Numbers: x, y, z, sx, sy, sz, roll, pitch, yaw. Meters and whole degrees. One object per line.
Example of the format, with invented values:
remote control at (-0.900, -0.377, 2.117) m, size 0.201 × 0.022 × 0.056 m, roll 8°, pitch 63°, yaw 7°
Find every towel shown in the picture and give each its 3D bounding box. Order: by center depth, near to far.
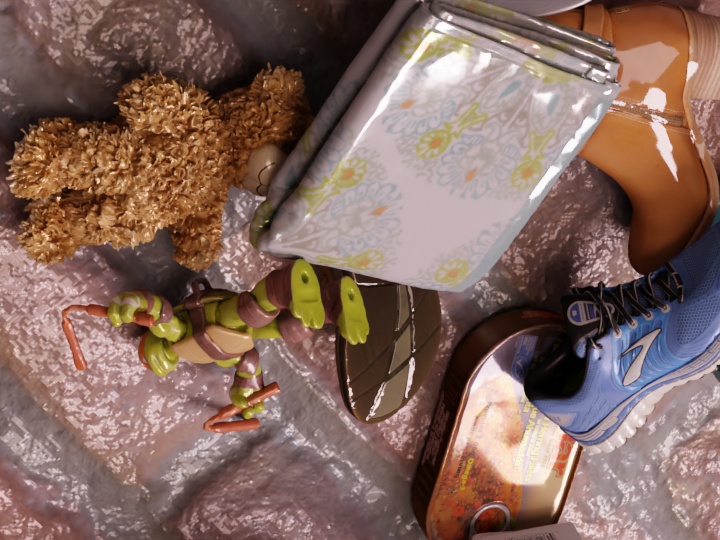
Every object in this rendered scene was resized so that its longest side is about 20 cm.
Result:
towel at (0.047, -0.077, 1.342) m, size 0.171 × 0.048 × 0.200 m, roll 14°, pitch 121°, yaw -38°

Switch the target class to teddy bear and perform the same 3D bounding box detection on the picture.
teddy bear at (-0.118, -0.059, 1.342) m, size 0.200 × 0.067 × 0.145 m, roll -1°, pitch 119°, yaw -24°

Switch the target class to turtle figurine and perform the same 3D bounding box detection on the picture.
turtle figurine at (-0.078, 0.040, 1.393) m, size 0.161 × 0.065 × 0.200 m, roll -17°, pitch 144°, yaw 29°

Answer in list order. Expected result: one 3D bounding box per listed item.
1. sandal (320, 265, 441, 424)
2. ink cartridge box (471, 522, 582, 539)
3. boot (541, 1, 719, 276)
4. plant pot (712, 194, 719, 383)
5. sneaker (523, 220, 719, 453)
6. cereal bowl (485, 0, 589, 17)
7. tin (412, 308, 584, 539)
sandal at (0.000, 0.000, 1.438) m, size 0.082 × 0.055 × 0.200 m, roll -23°, pitch 110°, yaw -27°
ink cartridge box at (0.124, 0.313, 1.562) m, size 0.084 × 0.176 × 0.200 m, roll -4°, pitch 132°, yaw -23°
boot at (0.163, -0.084, 1.454) m, size 0.155 × 0.077 × 0.200 m, roll 3°, pitch 125°, yaw -18°
plant pot at (0.363, 0.022, 1.536) m, size 0.188 × 0.200 × 0.200 m, roll 17°, pitch 109°, yaw -46°
sneaker at (0.184, 0.039, 1.464) m, size 0.089 × 0.079 × 0.200 m, roll 27°, pitch 120°, yaw -26°
cereal bowl at (0.096, -0.257, 1.321) m, size 0.200 × 0.083 × 0.200 m, roll -11°, pitch 120°, yaw -20°
tin at (0.103, 0.119, 1.556) m, size 0.112 × 0.042 × 0.200 m, roll 6°, pitch 114°, yaw -23°
